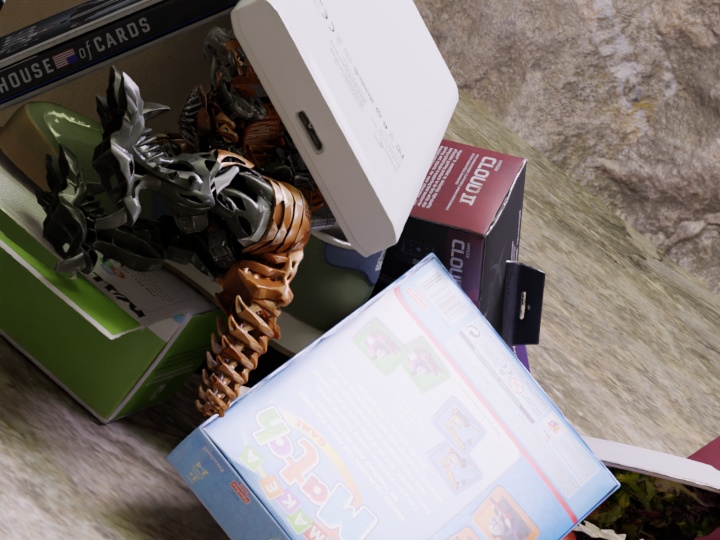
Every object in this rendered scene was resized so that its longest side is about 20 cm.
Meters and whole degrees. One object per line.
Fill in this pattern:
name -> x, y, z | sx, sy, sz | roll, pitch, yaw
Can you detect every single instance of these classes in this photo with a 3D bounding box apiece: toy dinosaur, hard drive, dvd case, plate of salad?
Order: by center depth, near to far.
toy dinosaur -> -0.066, -0.033, 1.240 | 0.135, 0.102, 0.200 | 14, 34, -24
hard drive -> -0.004, -0.103, 1.325 | 0.132, 0.026, 0.200 | 61, 19, -16
dvd case -> -0.140, -0.120, 1.382 | 0.150, 0.200, 0.025 | -112, 180, -78
plate of salad -> 0.144, 0.126, 1.490 | 0.200, 0.048, 0.200 | 12, -8, 2

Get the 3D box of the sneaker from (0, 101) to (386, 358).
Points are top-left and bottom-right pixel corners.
sneaker -> -0.073, -0.043, 1.333 | 0.200, 0.090, 0.067 | 35, 14, -14

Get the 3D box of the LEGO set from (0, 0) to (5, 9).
LEGO set -> -0.246, -0.174, 1.777 | 0.200, 0.116, 0.154 | -73, 140, -75

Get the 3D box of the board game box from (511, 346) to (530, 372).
board game box -> 0.054, 0.032, 1.643 | 0.165, 0.057, 0.201 | -2, 81, -72

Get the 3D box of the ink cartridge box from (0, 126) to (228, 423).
ink cartridge box -> -0.158, 0.003, 1.321 | 0.148, 0.076, 0.200 | 40, 14, 9

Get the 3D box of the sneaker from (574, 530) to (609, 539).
sneaker -> 0.142, 0.197, 1.502 | 0.200, 0.089, 0.080 | 18, 2, 23

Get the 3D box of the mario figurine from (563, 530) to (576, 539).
mario figurine -> 0.035, 0.127, 1.393 | 0.200, 0.106, 0.123 | 50, 7, -17

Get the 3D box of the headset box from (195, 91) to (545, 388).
headset box -> 0.000, 0.000, 1.436 | 0.200, 0.149, 0.075 | 14, 41, 15

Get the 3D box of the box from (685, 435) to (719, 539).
box -> 0.258, 0.202, 1.578 | 0.128, 0.109, 0.200 | 28, 37, -35

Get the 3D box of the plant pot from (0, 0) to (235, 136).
plant pot -> -0.118, -0.094, 1.579 | 0.177, 0.200, 0.200 | 31, 7, 26

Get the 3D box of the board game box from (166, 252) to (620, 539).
board game box -> 0.020, 0.096, 1.286 | 0.151, 0.037, 0.200 | 51, 42, 3
